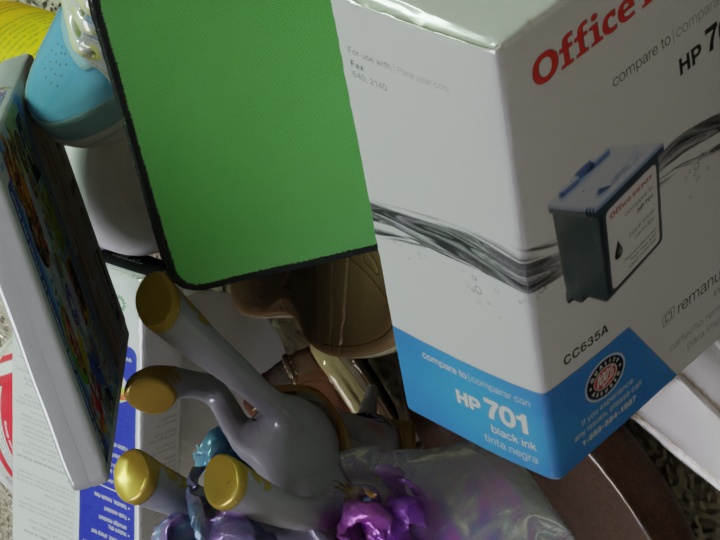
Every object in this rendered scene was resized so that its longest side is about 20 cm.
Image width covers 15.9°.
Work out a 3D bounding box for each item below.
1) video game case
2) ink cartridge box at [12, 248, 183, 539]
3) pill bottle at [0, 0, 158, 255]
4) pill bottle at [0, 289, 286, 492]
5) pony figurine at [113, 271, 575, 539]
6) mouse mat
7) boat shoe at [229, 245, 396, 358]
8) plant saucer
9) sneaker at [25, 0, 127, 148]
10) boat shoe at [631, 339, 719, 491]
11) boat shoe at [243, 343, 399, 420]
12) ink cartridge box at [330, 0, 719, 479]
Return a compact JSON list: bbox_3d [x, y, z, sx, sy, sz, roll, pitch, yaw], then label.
[{"bbox_3d":[-0.133,-0.006,1.108,0.200,0.018,0.144,-100,-7,-74],"label":"video game case"},{"bbox_3d":[-0.134,0.084,1.299,0.094,0.037,0.201,18,112,37],"label":"ink cartridge box"},{"bbox_3d":[-0.163,-0.079,1.303,0.199,0.104,0.105,20,137,42],"label":"pill bottle"},{"bbox_3d":[-0.122,0.068,1.397,0.113,0.112,0.200,57,149,-10],"label":"pill bottle"},{"bbox_3d":[-0.015,0.105,1.146,0.166,0.200,0.194,-41,50,22],"label":"pony figurine"},{"bbox_3d":[0.003,-0.074,1.036,0.008,0.199,0.162,-105,2,-54],"label":"mouse mat"},{"bbox_3d":[0.000,0.000,1.179,0.200,0.065,0.073,-172,83,-67],"label":"boat shoe"},{"bbox_3d":[0.094,0.103,1.196,0.200,0.034,0.201,44,158,23],"label":"plant saucer"},{"bbox_3d":[-0.110,-0.129,1.042,0.200,0.130,0.080,-49,56,32],"label":"sneaker"},{"bbox_3d":[0.101,0.033,1.102,0.200,0.069,0.071,45,150,11],"label":"boat shoe"},{"bbox_3d":[0.012,0.126,1.302,0.201,0.067,0.072,59,-178,-8],"label":"boat shoe"},{"bbox_3d":[0.078,-0.047,0.972,0.086,0.146,0.201,27,142,37],"label":"ink cartridge box"}]
